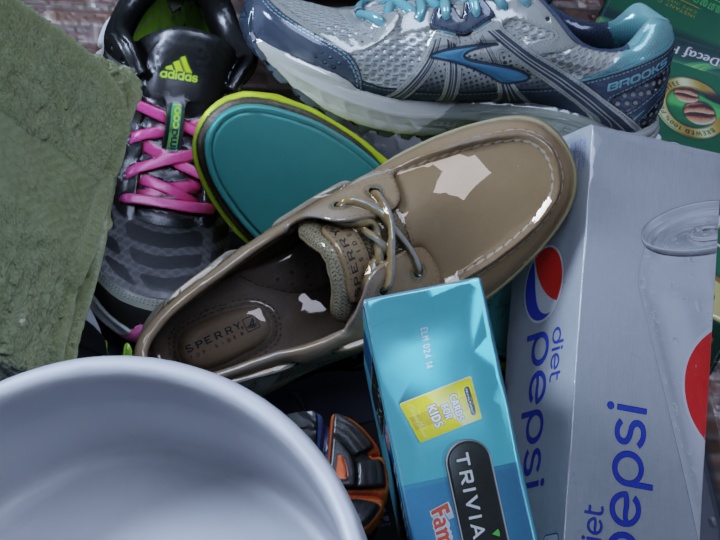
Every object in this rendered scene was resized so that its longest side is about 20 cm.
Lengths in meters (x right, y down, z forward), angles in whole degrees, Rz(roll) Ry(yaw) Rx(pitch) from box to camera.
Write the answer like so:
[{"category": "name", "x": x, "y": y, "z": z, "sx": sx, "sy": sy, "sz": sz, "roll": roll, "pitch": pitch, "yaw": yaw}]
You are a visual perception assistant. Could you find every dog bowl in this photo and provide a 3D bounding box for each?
[{"category": "dog bowl", "x": -0.088, "y": 0.137, "z": 1.005, "sx": 0.199, "sy": 0.079, "sz": 0.201, "roll": -4, "pitch": 64, "yaw": 8}]

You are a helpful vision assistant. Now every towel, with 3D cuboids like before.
[{"category": "towel", "x": -0.165, "y": -0.048, "z": 1.083, "sx": 0.200, "sy": 0.036, "sz": 0.149, "roll": 32, "pitch": 63, "yaw": -46}]

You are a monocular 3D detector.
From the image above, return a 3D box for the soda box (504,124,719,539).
[{"category": "soda box", "x": 0.103, "y": 0.045, "z": 1.184, "sx": 0.068, "sy": 0.063, "sz": 0.201, "roll": 12, "pitch": 74, "yaw": -24}]

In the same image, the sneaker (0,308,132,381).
[{"category": "sneaker", "x": -0.180, "y": 0.052, "z": 1.130, "sx": 0.200, "sy": 0.072, "sz": 0.083, "roll": -23, "pitch": 66, "yaw": -30}]

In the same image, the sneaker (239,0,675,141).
[{"category": "sneaker", "x": 0.045, "y": -0.105, "z": 1.241, "sx": 0.199, "sy": 0.087, "sz": 0.078, "roll": 12, "pitch": 25, "yaw": -18}]

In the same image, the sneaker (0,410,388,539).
[{"category": "sneaker", "x": -0.079, "y": 0.124, "z": 1.097, "sx": 0.199, "sy": 0.078, "sz": 0.076, "roll": -18, "pitch": 63, "yaw": 1}]

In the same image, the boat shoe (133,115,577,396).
[{"category": "boat shoe", "x": 0.000, "y": 0.000, "z": 1.148, "sx": 0.200, "sy": 0.065, "sz": 0.071, "roll": -31, "pitch": 84, "yaw": 0}]

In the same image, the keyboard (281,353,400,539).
[{"category": "keyboard", "x": -0.016, "y": 0.084, "z": 1.195, "sx": 0.199, "sy": 0.021, "sz": 0.127, "roll": -9, "pitch": 64, "yaw": -25}]

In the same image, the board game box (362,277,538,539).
[{"category": "board game box", "x": 0.043, "y": 0.116, "z": 1.063, "sx": 0.047, "sy": 0.151, "sz": 0.201, "roll": -11, "pitch": 80, "yaw": -2}]

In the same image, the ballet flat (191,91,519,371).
[{"category": "ballet flat", "x": 0.008, "y": -0.016, "z": 1.230, "sx": 0.200, "sy": 0.067, "sz": 0.067, "roll": 30, "pitch": 6, "yaw": -17}]

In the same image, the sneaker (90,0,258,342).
[{"category": "sneaker", "x": -0.085, "y": -0.062, "z": 1.233, "sx": 0.073, "sy": 0.088, "sz": 0.201, "roll": 9, "pitch": 52, "yaw": -12}]

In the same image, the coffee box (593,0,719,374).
[{"category": "coffee box", "x": 0.146, "y": -0.054, "z": 1.333, "sx": 0.123, "sy": 0.044, "sz": 0.200, "roll": 27, "pitch": 51, "yaw": 3}]
